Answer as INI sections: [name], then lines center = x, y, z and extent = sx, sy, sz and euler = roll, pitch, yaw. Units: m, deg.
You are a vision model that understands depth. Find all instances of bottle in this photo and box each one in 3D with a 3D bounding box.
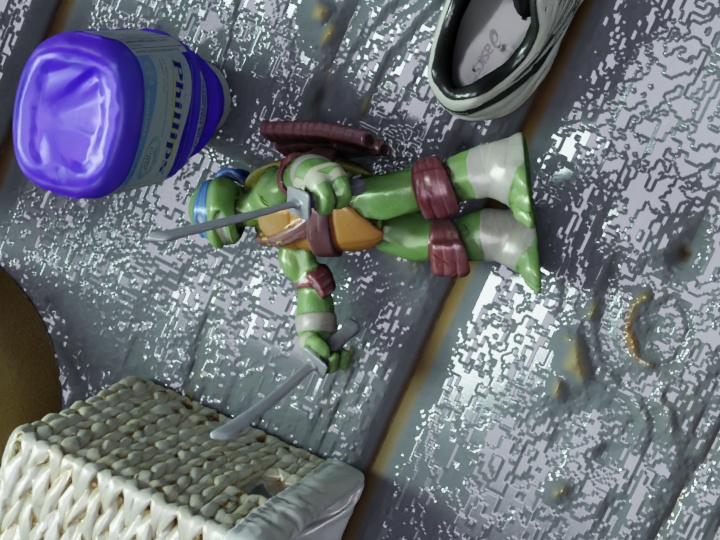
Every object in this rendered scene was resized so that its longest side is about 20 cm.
[bottle]
center = -0.120, -0.087, 1.135
extent = 0.065, 0.200, 0.084
euler = 12, 99, 12

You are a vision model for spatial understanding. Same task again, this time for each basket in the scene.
[basket]
center = -0.120, 0.182, 1.172
extent = 0.160, 0.198, 0.202
euler = 26, 103, 12

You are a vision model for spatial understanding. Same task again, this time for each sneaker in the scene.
[sneaker]
center = 0.099, -0.168, 1.128
extent = 0.075, 0.088, 0.201
euler = 27, 101, 11

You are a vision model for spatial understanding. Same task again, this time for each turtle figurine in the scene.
[turtle figurine]
center = 0.000, 0.000, 1.137
extent = 0.192, 0.200, 0.145
euler = -6, 111, 6

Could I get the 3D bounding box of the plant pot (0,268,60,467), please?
[plant pot]
center = -0.295, 0.083, 1.202
extent = 0.184, 0.200, 0.189
euler = 2, 97, 15
